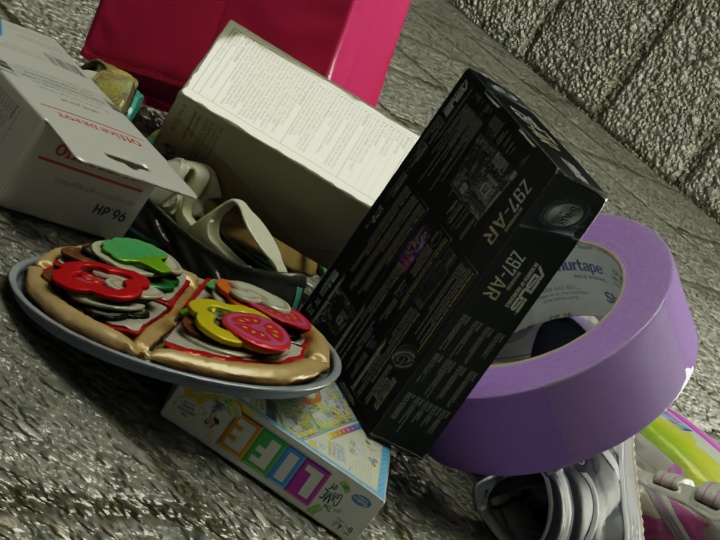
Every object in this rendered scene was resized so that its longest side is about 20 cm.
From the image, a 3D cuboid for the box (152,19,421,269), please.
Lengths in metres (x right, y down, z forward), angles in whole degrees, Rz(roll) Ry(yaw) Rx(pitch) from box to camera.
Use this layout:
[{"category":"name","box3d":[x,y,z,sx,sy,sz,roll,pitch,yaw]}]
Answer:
[{"category":"box","box3d":[-0.035,-0.074,1.521,0.199,0.078,0.095,32,47,-1]}]

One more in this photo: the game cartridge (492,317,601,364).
[{"category":"game cartridge","box3d":[0.167,0.070,1.736,0.200,0.129,0.039,-87,159,-76]}]

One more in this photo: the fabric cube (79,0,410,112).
[{"category":"fabric cube","box3d":[-0.078,-0.214,1.731,0.199,0.200,0.196,19,-3,10]}]

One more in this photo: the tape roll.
[{"category":"tape roll","box3d":[0.116,0.045,1.434,0.200,0.199,0.066,-120,-173,-61]}]

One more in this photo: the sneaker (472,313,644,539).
[{"category":"sneaker","box3d":[0.125,0.110,1.450,0.108,0.070,0.201,19,52,-40]}]

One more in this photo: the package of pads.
[{"category":"package of pads","box3d":[0.265,0.182,1.698,0.200,0.068,0.154,42,14,26]}]

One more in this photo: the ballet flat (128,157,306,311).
[{"category":"ballet flat","box3d":[-0.109,-0.030,1.480,0.200,0.069,0.068,40,15,20]}]

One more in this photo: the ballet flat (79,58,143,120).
[{"category":"ballet flat","box3d":[-0.195,-0.120,1.575,0.071,0.071,0.200,34,5,-7]}]

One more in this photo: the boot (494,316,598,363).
[{"category":"boot","box3d":[0.114,0.055,1.635,0.095,0.074,0.200,31,-14,-26]}]

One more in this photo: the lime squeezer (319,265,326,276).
[{"category":"lime squeezer","box3d":[0.000,0.000,1.614,0.200,0.071,0.038,39,30,19]}]

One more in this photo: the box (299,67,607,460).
[{"category":"box","box3d":[0.052,-0.008,1.364,0.043,0.200,0.160,27,15,-29]}]

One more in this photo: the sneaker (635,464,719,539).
[{"category":"sneaker","box3d":[0.233,0.178,1.545,0.200,0.088,0.081,46,15,15]}]

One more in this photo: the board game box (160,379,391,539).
[{"category":"board game box","box3d":[-0.044,0.081,1.327,0.134,0.034,0.200,35,13,-5]}]

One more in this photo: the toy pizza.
[{"category":"toy pizza","box3d":[-0.104,0.021,1.268,0.199,0.032,0.200,16,14,-4]}]

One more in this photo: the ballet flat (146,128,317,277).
[{"category":"ballet flat","box3d":[-0.090,-0.048,1.605,0.200,0.063,0.069,23,16,-45]}]

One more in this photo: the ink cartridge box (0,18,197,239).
[{"category":"ink cartridge box","box3d":[-0.207,-0.088,1.429,0.116,0.068,0.200,17,22,-49]}]
